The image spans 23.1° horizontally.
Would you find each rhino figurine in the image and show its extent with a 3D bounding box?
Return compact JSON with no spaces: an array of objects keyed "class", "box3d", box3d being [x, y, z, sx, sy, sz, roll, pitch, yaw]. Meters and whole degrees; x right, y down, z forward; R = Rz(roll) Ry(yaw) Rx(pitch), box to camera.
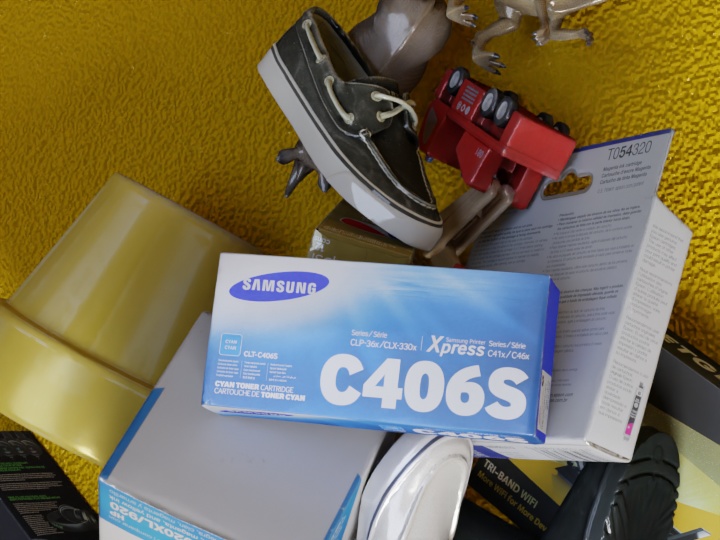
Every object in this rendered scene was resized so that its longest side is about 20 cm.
[{"class":"rhino figurine","box3d":[-0.002,-0.128,1.246,0.060,0.087,0.200,32,114,-13]}]

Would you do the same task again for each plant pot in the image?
[{"class":"plant pot","box3d":[-0.170,0.040,1.316,0.201,0.201,0.189,26,87,35]}]

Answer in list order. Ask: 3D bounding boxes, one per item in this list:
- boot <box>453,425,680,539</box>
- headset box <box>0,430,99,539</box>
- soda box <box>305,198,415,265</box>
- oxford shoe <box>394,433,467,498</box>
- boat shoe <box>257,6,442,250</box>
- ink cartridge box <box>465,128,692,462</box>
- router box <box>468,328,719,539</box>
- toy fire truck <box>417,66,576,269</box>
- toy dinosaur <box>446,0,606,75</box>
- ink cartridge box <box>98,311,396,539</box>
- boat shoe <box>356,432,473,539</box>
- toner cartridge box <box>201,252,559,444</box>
[{"class":"boot","box3d":[0.103,0.174,1.106,0.162,0.073,0.198,19,98,44]},{"class":"headset box","box3d":[-0.298,0.250,1.445,0.200,0.093,0.174,46,112,30]},{"class":"soda box","box3d":[0.000,0.000,1.175,0.064,0.200,0.068,17,99,3]},{"class":"oxford shoe","box3d":[0.000,0.138,1.262,0.200,0.070,0.075,-8,56,38]},{"class":"boat shoe","box3d":[0.000,-0.097,1.150,0.064,0.071,0.200,-49,56,20]},{"class":"ink cartridge box","box3d":[0.123,0.021,1.107,0.196,0.043,0.200,-8,59,61]},{"class":"router box","box3d":[0.184,0.128,1.122,0.200,0.052,0.157,38,109,32]},{"class":"toy fire truck","box3d":[0.077,-0.046,1.152,0.141,0.049,0.200,-63,24,9]},{"class":"toy dinosaur","box3d":[0.100,-0.188,1.189,0.200,0.058,0.101,18,58,23]},{"class":"ink cartridge box","box3d":[-0.075,0.160,1.143,0.145,0.147,0.200,22,142,9]},{"class":"boat shoe","box3d":[0.030,0.187,1.077,0.070,0.071,0.200,37,109,44]},{"class":"toner cartridge box","box3d":[0.012,0.045,1.035,0.200,0.043,0.095,3,78,14]}]
